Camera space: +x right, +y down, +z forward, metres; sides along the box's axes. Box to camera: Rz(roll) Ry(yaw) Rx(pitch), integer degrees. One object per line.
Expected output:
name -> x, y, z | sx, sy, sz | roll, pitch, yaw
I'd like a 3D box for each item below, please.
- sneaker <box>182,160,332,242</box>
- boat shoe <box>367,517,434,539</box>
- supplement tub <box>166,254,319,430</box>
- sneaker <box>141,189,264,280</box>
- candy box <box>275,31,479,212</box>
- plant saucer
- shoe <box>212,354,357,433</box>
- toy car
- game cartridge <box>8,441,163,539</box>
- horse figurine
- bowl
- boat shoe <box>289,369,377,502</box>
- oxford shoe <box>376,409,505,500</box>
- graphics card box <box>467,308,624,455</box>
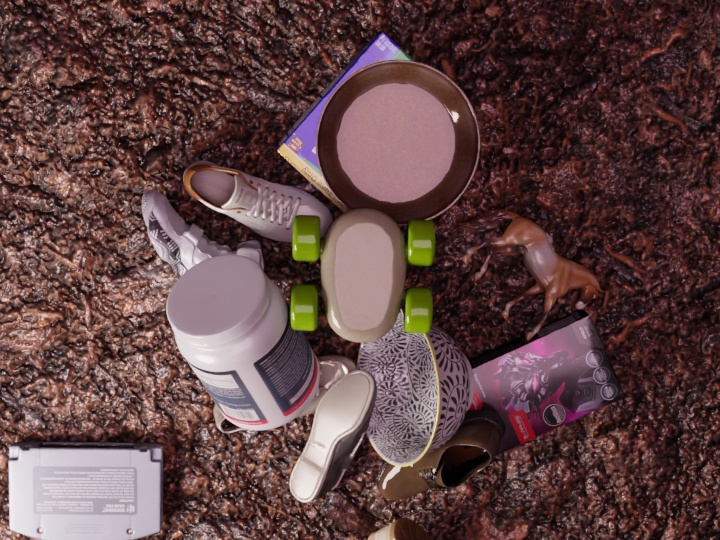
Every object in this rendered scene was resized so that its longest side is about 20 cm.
sneaker -> -0.131, -0.081, 1.489 | 0.200, 0.085, 0.073 | 18, 95, -7
boat shoe -> 0.094, 0.408, 1.582 | 0.065, 0.071, 0.200 | -31, 110, 37
supplement tub -> -0.141, 0.089, 1.435 | 0.140, 0.140, 0.200 | -23, 137, 1
sneaker -> -0.192, -0.028, 1.500 | 0.115, 0.075, 0.200 | -26, 103, 1
candy box -> 0.019, -0.171, 1.486 | 0.169, 0.077, 0.200 | 41, 96, -9
plant saucer -> 0.045, -0.154, 1.433 | 0.200, 0.037, 0.201 | -1, 98, -4
shoe -> -0.097, 0.167, 1.539 | 0.200, 0.053, 0.070 | -21, 99, 0
toy car -> 0.000, 0.000, 1.447 | 0.164, 0.200, 0.158 | 2, 94, -2
game cartridge -> -0.361, 0.293, 1.555 | 0.200, 0.040, 0.133 | 2, 94, -3
horse figurine -> 0.214, -0.008, 1.528 | 0.133, 0.050, 0.200 | -40, 92, -9
bowl -> 0.082, 0.145, 1.498 | 0.094, 0.201, 0.201 | -1, 99, -30
boat shoe -> -0.029, 0.213, 1.539 | 0.067, 0.057, 0.200 | 35, 106, 27
oxford shoe -> 0.093, 0.252, 1.524 | 0.200, 0.084, 0.073 | -36, 106, 29
graphics card box -> 0.232, 0.149, 1.554 | 0.200, 0.051, 0.126 | -24, 98, 0
